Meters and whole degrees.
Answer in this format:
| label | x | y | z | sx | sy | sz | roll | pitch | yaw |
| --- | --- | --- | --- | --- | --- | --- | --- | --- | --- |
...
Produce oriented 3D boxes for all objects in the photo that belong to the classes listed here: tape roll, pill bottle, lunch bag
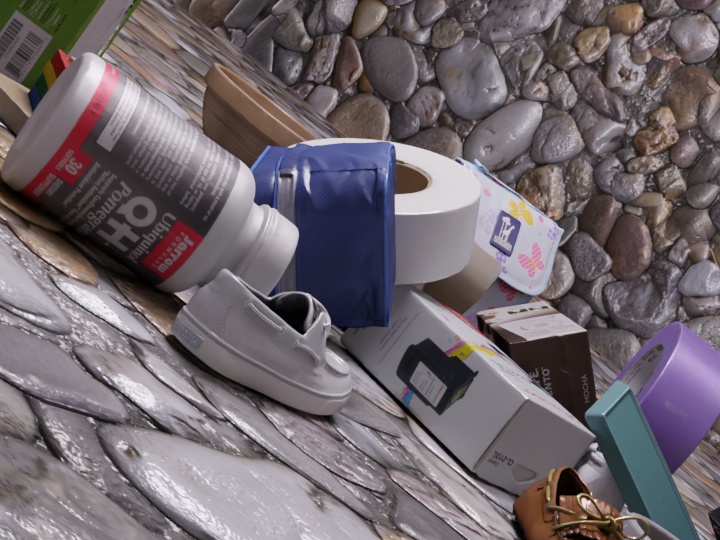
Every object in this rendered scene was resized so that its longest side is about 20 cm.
| label | x | y | z | sx | sy | sz | roll | pitch | yaw |
| --- | --- | --- | --- | --- | --- | --- | --- | --- | --- |
| tape roll | 0.349 | 0.165 | 1.998 | 0.085 | 0.201 | 0.200 | 37 | 6 | -1 |
| tape roll | 0.012 | -0.058 | 1.577 | 0.200 | 0.071 | 0.203 | 6 | 22 | -2 |
| pill bottle | -0.145 | -0.054 | 1.197 | 0.199 | 0.111 | 0.111 | 36 | 7 | -18 |
| lunch bag | 0.122 | -0.012 | 1.971 | 0.169 | 0.200 | 0.127 | 35 | 7 | -27 |
| lunch bag | -0.038 | -0.034 | 1.388 | 0.131 | 0.137 | 0.200 | 1 | 11 | 3 |

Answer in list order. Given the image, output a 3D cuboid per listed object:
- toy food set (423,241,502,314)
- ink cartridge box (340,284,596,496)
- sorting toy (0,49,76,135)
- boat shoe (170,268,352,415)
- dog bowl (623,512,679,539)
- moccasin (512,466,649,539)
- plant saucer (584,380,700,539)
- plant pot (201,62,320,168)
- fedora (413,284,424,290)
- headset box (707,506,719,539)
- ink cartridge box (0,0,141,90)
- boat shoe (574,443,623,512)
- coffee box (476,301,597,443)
| label | x | y | z | sx | sy | sz | roll | pitch | yaw |
| --- | --- | --- | --- | --- | --- | --- | --- | --- | --- |
| toy food set | 0.054 | -0.005 | 1.816 | 0.143 | 0.061 | 0.200 | 38 | -30 | -3 |
| ink cartridge box | 0.098 | 0.108 | 1.530 | 0.200 | 0.083 | 0.145 | 42 | 7 | 37 |
| sorting toy | -0.203 | -0.106 | 1.422 | 0.199 | 0.070 | 0.200 | 43 | 8 | 36 |
| boat shoe | -0.055 | 0.046 | 1.182 | 0.072 | 0.069 | 0.200 | 43 | 8 | 38 |
| dog bowl | 0.278 | 0.282 | 1.421 | 0.200 | 0.059 | 0.200 | 38 | 7 | -6 |
| moccasin | 0.173 | 0.203 | 1.299 | 0.073 | 0.078 | 0.201 | 37 | 7 | -6 |
| plant saucer | 0.269 | 0.203 | 1.561 | 0.070 | 0.019 | 0.201 | -36 | 105 | -46 |
| plant pot | -0.130 | -0.163 | 2.114 | 0.200 | 0.093 | 0.201 | 37 | 7 | -6 |
| fedora | 0.000 | 0.000 | 1.700 | 0.199 | 0.091 | 0.177 | 35 | 7 | -30 |
| headset box | 0.397 | 0.313 | 1.504 | 0.149 | 0.075 | 0.201 | -126 | -167 | -66 |
| ink cartridge box | -0.275 | -0.233 | 1.563 | 0.076 | 0.148 | 0.200 | 36 | 6 | -3 |
| boat shoe | 0.238 | 0.198 | 1.662 | 0.072 | 0.069 | 0.200 | 39 | 7 | 8 |
| coffee box | 0.176 | 0.105 | 1.701 | 0.200 | 0.079 | 0.114 | -134 | -145 | -81 |
